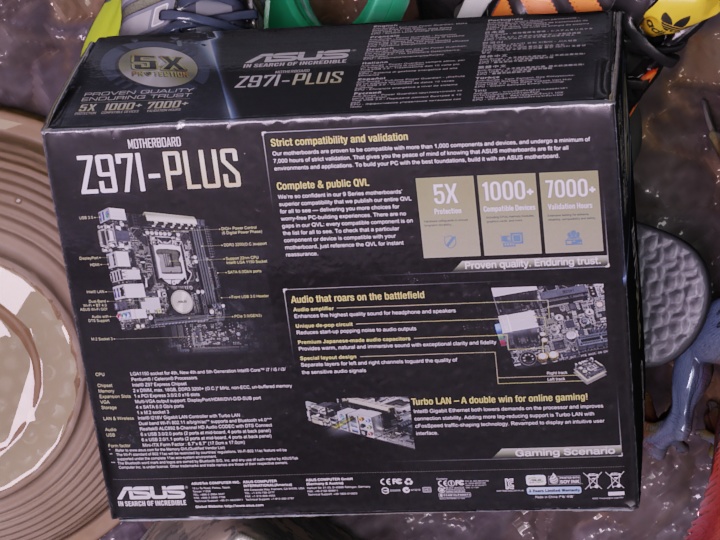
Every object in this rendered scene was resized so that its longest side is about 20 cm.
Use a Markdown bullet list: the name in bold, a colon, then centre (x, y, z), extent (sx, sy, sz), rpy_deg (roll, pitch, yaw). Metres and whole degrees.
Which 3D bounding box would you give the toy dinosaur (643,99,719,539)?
- **toy dinosaur**: centre (0.194, 0.014, 0.964), extent (0.105, 0.200, 0.182), rpy_deg (23, 127, -25)

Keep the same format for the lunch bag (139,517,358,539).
- **lunch bag**: centre (-0.070, 0.190, 0.943), extent (0.118, 0.164, 0.200), rpy_deg (37, 93, -10)

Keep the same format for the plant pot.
- **plant pot**: centre (-0.162, 0.036, 0.946), extent (0.200, 0.093, 0.201), rpy_deg (-1, 99, -6)

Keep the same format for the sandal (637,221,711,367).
- **sandal**: centre (0.048, -0.017, 0.972), extent (0.200, 0.043, 0.076), rpy_deg (30, 97, 11)

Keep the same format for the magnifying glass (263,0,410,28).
- **magnifying glass**: centre (-0.026, -0.076, 0.945), extent (0.022, 0.080, 0.200), rpy_deg (0, 123, -39)

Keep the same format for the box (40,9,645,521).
- **box**: centre (0.000, 0.000, 0.863), extent (0.200, 0.086, 0.164), rpy_deg (-3, 118, 10)

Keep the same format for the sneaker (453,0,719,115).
- **sneaker**: centre (0.089, -0.091, 0.881), extent (0.070, 0.090, 0.200), rpy_deg (11, 101, -37)

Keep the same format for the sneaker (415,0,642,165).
- **sneaker**: centre (0.051, -0.115, 0.951), extent (0.076, 0.091, 0.200), rpy_deg (-36, 102, -3)

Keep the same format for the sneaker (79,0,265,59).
- **sneaker**: centre (-0.058, -0.113, 0.908), extent (0.074, 0.081, 0.200), rpy_deg (-3, 126, -20)
